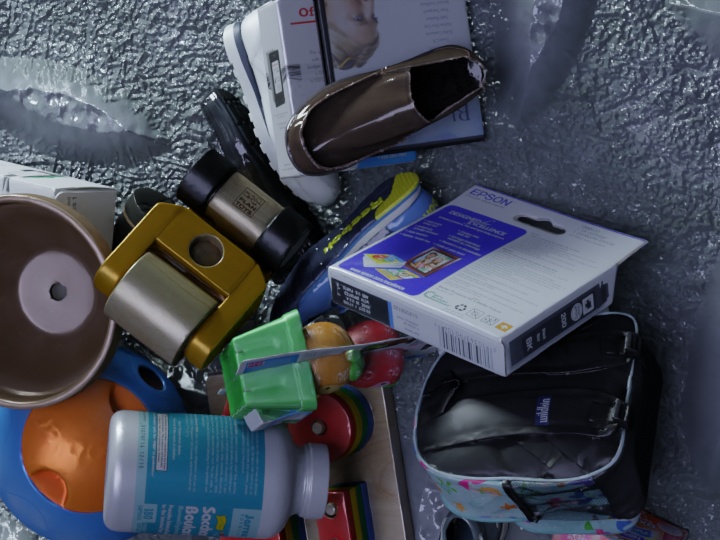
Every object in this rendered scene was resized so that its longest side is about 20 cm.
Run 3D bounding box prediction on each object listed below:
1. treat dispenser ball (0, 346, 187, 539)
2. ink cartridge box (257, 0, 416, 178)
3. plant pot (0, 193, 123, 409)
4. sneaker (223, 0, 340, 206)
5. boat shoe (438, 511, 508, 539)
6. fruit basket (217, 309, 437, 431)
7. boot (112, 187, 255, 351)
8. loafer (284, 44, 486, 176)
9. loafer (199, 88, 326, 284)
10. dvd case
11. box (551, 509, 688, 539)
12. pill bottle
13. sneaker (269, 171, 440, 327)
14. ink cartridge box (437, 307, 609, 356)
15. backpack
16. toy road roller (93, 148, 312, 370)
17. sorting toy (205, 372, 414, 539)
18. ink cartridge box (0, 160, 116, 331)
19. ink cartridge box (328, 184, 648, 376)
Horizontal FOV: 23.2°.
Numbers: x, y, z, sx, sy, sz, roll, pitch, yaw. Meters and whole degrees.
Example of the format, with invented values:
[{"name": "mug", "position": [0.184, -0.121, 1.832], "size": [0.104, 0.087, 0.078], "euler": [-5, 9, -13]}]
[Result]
[{"name": "treat dispenser ball", "position": [-0.267, 0.171, 1.731], "size": [0.201, 0.201, 0.201], "euler": [4, 98, 27]}, {"name": "ink cartridge box", "position": [-0.024, -0.190, 1.600], "size": [0.067, 0.116, 0.200], "euler": [-179, 81, -71]}, {"name": "plant pot", "position": [-0.303, 0.024, 1.647], "size": [0.201, 0.093, 0.201], "euler": [2, 98, 16]}, {"name": "sneaker", "position": [-0.059, -0.158, 1.655], "size": [0.080, 0.076, 0.200], "euler": [-25, 86, 19]}, {"name": "boat shoe", "position": [0.082, 0.304, 1.642], "size": [0.073, 0.062, 0.200], "euler": [23, 107, 24]}, {"name": "fruit basket", "position": [-0.020, 0.087, 1.552], "size": [0.200, 0.185, 0.094], "euler": [-3, 80, -13]}, {"name": "boot", "position": [-0.197, 0.035, 1.757], "size": [0.138, 0.077, 0.200], "euler": [-50, 60, 28]}, {"name": "loafer", "position": [0.025, -0.147, 1.524], "size": [0.200, 0.071, 0.073], "euler": [-30, 99, -16]}, {"name": "loafer", "position": [-0.105, -0.081, 1.688], "size": [0.070, 0.068, 0.201], "euler": [-31, 85, 20]}, {"name": "dvd case", "position": [0.032, -0.206, 1.574], "size": [0.018, 0.142, 0.200], "euler": [-179, 80, -71]}, {"name": "box", "position": [0.206, 0.311, 1.556], "size": [0.095, 0.100, 0.200], "euler": [22, 107, 24]}, {"name": "pill bottle", "position": [-0.131, 0.187, 1.598], "size": [0.200, 0.111, 0.111], "euler": [4, 100, -9]}, {"name": "sneaker", "position": [0.000, 0.000, 1.625], "size": [0.200, 0.074, 0.082], "euler": [-40, 114, 16]}, {"name": "ink cartridge box", "position": [0.156, 0.088, 1.584], "size": [0.161, 0.050, 0.200], "euler": [-17, 86, 29]}, {"name": "backpack", "position": [0.151, 0.133, 1.486], "size": [0.200, 0.178, 0.151], "euler": [-4, 139, 22]}, {"name": "toy road roller", "position": [-0.144, 0.004, 1.596], "size": [0.123, 0.200, 0.146], "euler": [37, 153, 5]}, {"name": "sorting toy", "position": [-0.063, 0.195, 1.701], "size": [0.200, 0.070, 0.199], "euler": [-7, 93, 29]}, {"name": "ink cartridge box", "position": [-0.343, -0.028, 1.786], "size": [0.200, 0.084, 0.146], "euler": [15, 103, 41]}, {"name": "ink cartridge box", "position": [0.111, 0.003, 1.503], "size": [0.198, 0.200, 0.043], "euler": [22, 130, 39]}]
